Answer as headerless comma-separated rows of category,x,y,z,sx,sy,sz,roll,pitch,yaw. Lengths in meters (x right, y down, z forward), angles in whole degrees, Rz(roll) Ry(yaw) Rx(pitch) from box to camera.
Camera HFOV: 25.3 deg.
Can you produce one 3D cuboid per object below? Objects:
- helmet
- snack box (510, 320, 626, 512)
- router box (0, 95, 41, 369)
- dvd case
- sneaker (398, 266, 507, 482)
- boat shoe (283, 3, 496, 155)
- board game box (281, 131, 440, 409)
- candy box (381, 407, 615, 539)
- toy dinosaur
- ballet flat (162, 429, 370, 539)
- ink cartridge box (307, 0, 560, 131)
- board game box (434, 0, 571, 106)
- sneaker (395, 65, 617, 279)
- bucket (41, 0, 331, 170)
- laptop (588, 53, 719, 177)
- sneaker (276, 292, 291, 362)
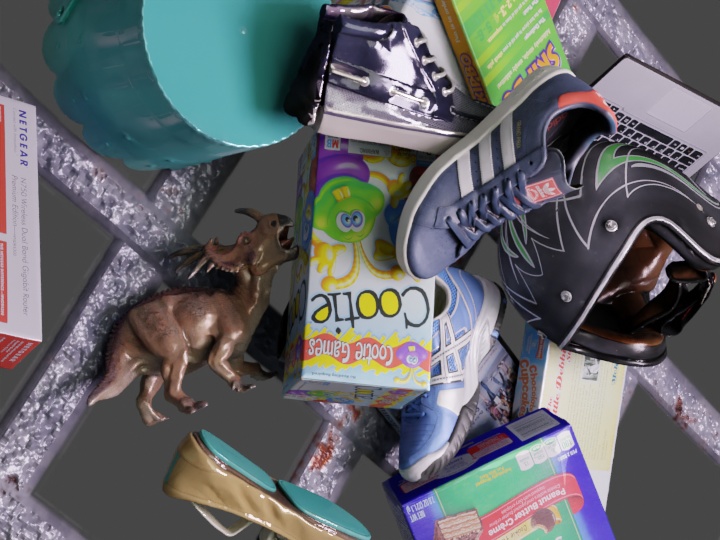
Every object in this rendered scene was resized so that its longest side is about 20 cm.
helmet,0.214,-0.020,1.421,0.190,0.200,0.201,15,79,-20
snack box,0.192,0.152,1.513,0.116,0.037,0.201,10,89,-40
router box,-0.311,-0.045,1.104,0.179,0.049,0.201,16,53,-35
dvd case,0.069,0.087,1.452,0.200,0.018,0.143,52,60,-22
sneaker,0.061,0.088,1.398,0.077,0.076,0.201,29,61,-25
boat shoe,0.044,-0.144,1.218,0.199,0.075,0.093,4,114,-32
board game box,0.000,0.000,1.279,0.102,0.105,0.201,6,76,-10
candy box,0.135,0.250,1.422,0.168,0.077,0.201,-24,104,-7
toy dinosaur,-0.138,0.040,1.266,0.199,0.086,0.136,-21,90,-18
ballet flat,-0.080,0.197,1.321,0.200,0.069,0.063,35,96,-28
ink cartridge box,0.052,-0.195,1.372,0.144,0.145,0.201,36,68,-30
board game box,0.113,-0.203,1.311,0.095,0.030,0.201,-31,103,-32
sneaker,0.112,-0.064,1.200,0.200,0.084,0.075,-49,139,-4
bucket,-0.126,-0.178,1.244,0.206,0.134,0.209,2,87,-38
laptop,0.263,-0.076,1.549,0.187,0.200,0.116,20,43,-35
sneaker,0.002,0.002,1.365,0.106,0.075,0.201,21,66,-12
